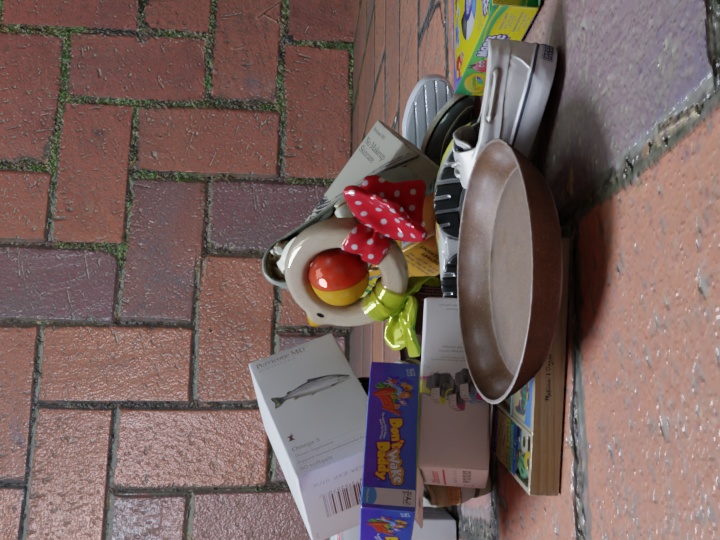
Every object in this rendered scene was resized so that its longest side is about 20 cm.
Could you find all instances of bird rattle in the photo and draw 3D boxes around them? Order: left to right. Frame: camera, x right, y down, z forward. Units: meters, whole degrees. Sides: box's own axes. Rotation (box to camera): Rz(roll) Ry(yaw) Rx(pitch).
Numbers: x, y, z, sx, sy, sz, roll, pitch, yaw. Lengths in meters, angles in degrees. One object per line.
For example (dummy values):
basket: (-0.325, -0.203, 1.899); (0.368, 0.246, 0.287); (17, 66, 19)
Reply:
bird rattle: (0.000, 0.000, 0.895); (0.113, 0.161, 0.201); (-88, -17, -44)

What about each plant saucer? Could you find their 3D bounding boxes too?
plant saucer: (0.114, 0.001, 0.682); (0.200, 0.034, 0.203); (180, 90, -81)

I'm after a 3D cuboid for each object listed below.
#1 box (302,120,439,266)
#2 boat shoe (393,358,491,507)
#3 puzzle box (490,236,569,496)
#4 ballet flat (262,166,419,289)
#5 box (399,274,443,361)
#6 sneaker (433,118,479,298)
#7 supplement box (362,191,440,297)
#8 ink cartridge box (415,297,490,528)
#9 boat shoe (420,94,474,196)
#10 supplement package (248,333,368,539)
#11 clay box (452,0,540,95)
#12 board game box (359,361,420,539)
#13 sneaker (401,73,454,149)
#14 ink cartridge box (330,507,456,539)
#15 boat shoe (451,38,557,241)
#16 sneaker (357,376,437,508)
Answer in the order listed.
box: (-0.001, -0.066, 1.025); (0.201, 0.068, 0.082); (-55, 34, 10)
boat shoe: (0.066, 0.170, 0.955); (0.200, 0.068, 0.075); (-125, 24, -51)
puzzle box: (0.139, 0.069, 0.734); (0.133, 0.025, 0.203); (-138, 50, -85)
ballet flat: (-0.022, -0.043, 0.944); (0.068, 0.199, 0.064); (60, -163, 17)
box: (0.085, 0.042, 1.110); (0.201, 0.074, 0.101); (-91, 6, -46)
sneaker: (0.105, -0.064, 0.881); (0.091, 0.077, 0.202); (-92, 5, -56)
supplement box: (0.041, -0.014, 1.052); (0.199, 0.066, 0.069); (-29, 43, 41)
ink cartridge box: (0.090, 0.140, 0.841); (0.115, 0.067, 0.202); (71, -158, -68)
boat shoe: (0.109, -0.126, 1.070); (0.062, 0.073, 0.201); (41, 142, 21)
supplement package: (-0.044, 0.192, 1.040); (0.200, 0.116, 0.118); (-125, 20, -51)
clay box: (0.128, -0.264, 0.842); (0.200, 0.047, 0.116); (106, 165, -74)
board game box: (0.025, 0.195, 0.799); (0.201, 0.044, 0.136); (91, -176, -52)
sneaker: (0.085, -0.170, 1.173); (0.071, 0.072, 0.202); (-101, 13, -56)
ink cartridge box: (0.036, 0.372, 1.141); (0.200, 0.143, 0.147); (140, 132, -83)
boat shoe: (0.110, -0.103, 0.760); (0.072, 0.065, 0.201); (-77, 1, -50)
sneaker: (0.043, 0.207, 1.070); (0.200, 0.075, 0.093); (44, 123, 47)
